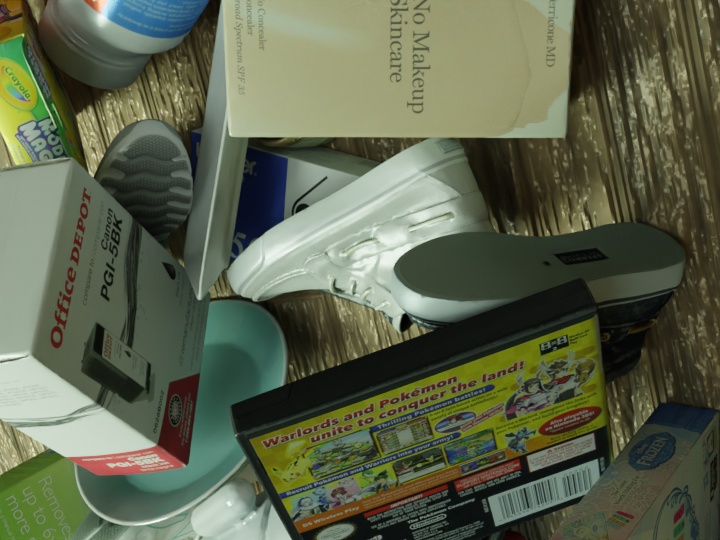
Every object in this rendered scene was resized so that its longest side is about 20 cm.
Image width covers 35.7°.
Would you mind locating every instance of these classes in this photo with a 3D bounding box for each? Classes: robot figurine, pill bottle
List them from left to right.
[{"bbox_3d":[-0.148,-0.223,0.773,0.112,0.112,0.200,48,127,9],"label":"pill bottle"},{"bbox_3d":[-0.041,0.205,0.788,0.169,0.114,0.200,35,135,-20],"label":"robot figurine"}]

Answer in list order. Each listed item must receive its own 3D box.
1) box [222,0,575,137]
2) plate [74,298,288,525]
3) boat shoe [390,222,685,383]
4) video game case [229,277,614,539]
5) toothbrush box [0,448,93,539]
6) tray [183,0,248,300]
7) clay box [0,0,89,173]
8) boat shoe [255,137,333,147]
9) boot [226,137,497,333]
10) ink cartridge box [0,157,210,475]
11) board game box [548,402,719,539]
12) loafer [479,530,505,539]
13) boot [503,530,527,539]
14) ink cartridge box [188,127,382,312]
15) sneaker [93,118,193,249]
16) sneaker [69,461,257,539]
[{"bbox_3d":[0.022,-0.131,0.661,0.198,0.078,0.096,-1,110,3],"label":"box"},{"bbox_3d":[-0.135,0.109,0.865,0.199,0.202,0.026,-4,142,35],"label":"plate"},{"bbox_3d":[0.102,0.031,0.657,0.071,0.198,0.092,51,138,47],"label":"boat shoe"},{"bbox_3d":[0.046,0.102,0.638,0.198,0.026,0.182,-19,136,0],"label":"video game case"},{"bbox_3d":[-0.222,0.215,0.928,0.086,0.199,0.147,-14,100,53],"label":"toothbrush box"},{"bbox_3d":[-0.093,-0.088,0.766,0.107,0.022,0.202,-137,56,-69],"label":"tray"},{"bbox_3d":[-0.246,-0.130,0.826,0.200,0.047,0.116,-123,13,-62],"label":"clay box"},{"bbox_3d":[-0.010,-0.155,0.734,0.074,0.066,0.201,41,125,14],"label":"boat shoe"},{"bbox_3d":[0.000,0.000,0.725,0.199,0.073,0.096,-30,82,35],"label":"boot"},{"bbox_3d":[-0.190,0.039,0.771,0.082,0.200,0.148,-7,60,19],"label":"ink cartridge box"},{"bbox_3d":[0.168,0.212,0.672,0.043,0.199,0.202,5,110,32],"label":"board game box"},{"bbox_3d":[0.087,0.111,0.740,0.067,0.070,0.203,14,96,-12],"label":"loafer"},{"bbox_3d":[0.028,0.178,0.838,0.199,0.072,0.146,-14,98,40],"label":"boot"},{"bbox_3d":[-0.035,-0.039,0.810,0.198,0.044,0.095,18,116,28],"label":"ink cartridge box"},{"bbox_3d":[-0.174,-0.058,0.844,0.200,0.074,0.083,121,144,-55],"label":"sneaker"},{"bbox_3d":[-0.151,0.194,0.888,0.070,0.200,0.081,0,127,51],"label":"sneaker"}]
